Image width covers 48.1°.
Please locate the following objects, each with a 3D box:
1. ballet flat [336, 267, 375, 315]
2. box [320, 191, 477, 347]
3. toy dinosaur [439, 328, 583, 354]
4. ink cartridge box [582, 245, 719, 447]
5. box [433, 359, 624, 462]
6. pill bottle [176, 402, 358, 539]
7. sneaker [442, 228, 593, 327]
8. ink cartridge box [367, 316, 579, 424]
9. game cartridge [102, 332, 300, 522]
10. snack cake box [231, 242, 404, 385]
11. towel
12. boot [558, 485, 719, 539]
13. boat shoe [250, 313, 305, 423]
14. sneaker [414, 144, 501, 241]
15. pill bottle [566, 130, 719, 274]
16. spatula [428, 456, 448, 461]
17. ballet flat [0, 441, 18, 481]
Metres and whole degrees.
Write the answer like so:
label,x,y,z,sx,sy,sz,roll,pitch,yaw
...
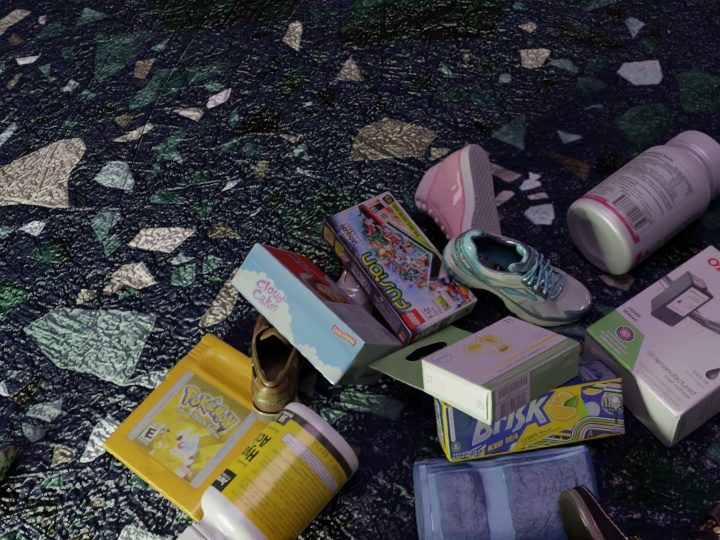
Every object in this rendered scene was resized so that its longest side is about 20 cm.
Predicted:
label,x,y,z,sx,sy,sz,roll,pitch,yaw
ballet flat,0.000,0.000,1.103,0.067,0.062,0.200,9,56,20
box,0.048,-0.006,1.053,0.110,0.035,0.200,-26,65,-26
toy dinosaur,0.173,0.117,0.991,0.200,0.060,0.106,1,37,27
ink cartridge box,0.384,0.083,0.938,0.200,0.084,0.146,-32,53,-13
box,0.186,0.155,0.900,0.200,0.070,0.064,-8,13,-4
pill bottle,-0.105,0.254,0.898,0.111,0.111,0.200,31,64,30
sneaker,0.202,0.008,1.005,0.200,0.086,0.078,22,68,-3
ink cartridge box,0.122,0.095,0.911,0.145,0.048,0.200,-21,27,-34
game cartridge,-0.197,0.190,1.019,0.176,0.032,0.200,26,63,28
snack cake box,-0.054,0.055,1.012,0.200,0.115,0.067,41,103,26
towel,0.160,0.254,0.871,0.200,0.049,0.112,-7,63,6
boot,0.305,0.276,0.795,0.150,0.073,0.200,-29,71,-13
boat shoe,-0.103,0.098,1.022,0.072,0.068,0.200,-3,37,-6
sneaker,0.133,-0.070,1.129,0.105,0.075,0.200,-18,64,39
pill bottle,0.380,-0.092,1.057,0.200,0.113,0.113,-34,53,-14
spatula,0.111,0.183,0.949,0.056,0.021,0.200,5,70,16
ballet flat,-0.511,0.288,1.001,0.200,0.074,0.074,-28,52,-7
